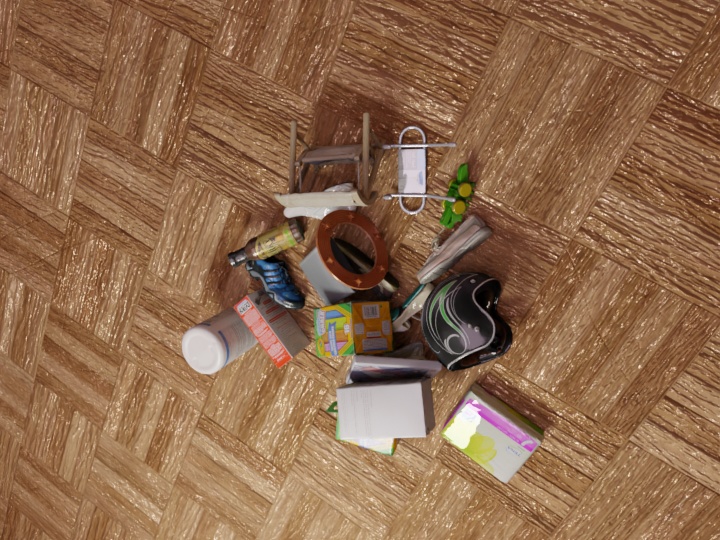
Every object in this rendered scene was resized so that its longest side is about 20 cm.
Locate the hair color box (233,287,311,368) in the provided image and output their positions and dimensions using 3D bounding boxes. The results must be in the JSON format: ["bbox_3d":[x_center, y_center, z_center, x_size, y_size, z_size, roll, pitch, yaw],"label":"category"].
[{"bbox_3d":[-0.232,0.147,1.400,0.064,0.111,0.200,-37,87,25],"label":"hair color box"}]

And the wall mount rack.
[{"bbox_3d":[0.135,-0.221,1.176,0.173,0.075,0.201,4,105,21],"label":"wall mount rack"}]

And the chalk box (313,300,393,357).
[{"bbox_3d":[-0.033,0.145,1.277,0.199,0.124,0.125,-15,77,51],"label":"chalk box"}]

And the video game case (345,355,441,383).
[{"bbox_3d":[0.073,0.242,1.241,0.198,0.182,0.023,5,64,-6],"label":"video game case"}]

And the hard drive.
[{"bbox_3d":[-0.077,0.009,1.283,0.140,0.033,0.200,57,154,1],"label":"hard drive"}]

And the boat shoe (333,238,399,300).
[{"bbox_3d":[0.001,0.000,1.289,0.200,0.072,0.066,37,109,5],"label":"boat shoe"}]

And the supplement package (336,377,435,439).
[{"bbox_3d":[0.060,0.312,1.196,0.199,0.117,0.118,-7,82,17],"label":"supplement package"}]

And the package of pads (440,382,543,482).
[{"bbox_3d":[0.311,0.392,1.263,0.199,0.068,0.155,34,113,11],"label":"package of pads"}]

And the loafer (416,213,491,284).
[{"bbox_3d":[0.204,-0.049,1.203,0.200,0.072,0.063,-39,70,19],"label":"loafer"}]

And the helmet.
[{"bbox_3d":[0.230,0.103,1.158,0.199,0.200,0.192,-32,62,26],"label":"helmet"}]

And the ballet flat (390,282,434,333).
[{"bbox_3d":[0.113,0.109,1.278,0.070,0.069,0.200,49,115,4],"label":"ballet flat"}]

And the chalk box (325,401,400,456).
[{"bbox_3d":[0.012,0.365,1.348,0.199,0.124,0.125,13,108,18],"label":"chalk box"}]

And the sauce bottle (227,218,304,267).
[{"bbox_3d":[-0.241,-0.064,1.342,0.199,0.065,0.065,-26,93,5],"label":"sauce bottle"}]

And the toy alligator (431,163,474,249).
[{"bbox_3d":[0.213,-0.136,1.174,0.054,0.059,0.201,12,104,-26],"label":"toy alligator"}]

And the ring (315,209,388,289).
[{"bbox_3d":[-0.013,-0.053,1.215,0.019,0.200,0.201,-34,89,47],"label":"ring"}]

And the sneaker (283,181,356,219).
[{"bbox_3d":[-0.100,-0.154,1.293,0.199,0.070,0.081,-15,100,24],"label":"sneaker"}]

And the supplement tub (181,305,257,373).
[{"bbox_3d":[-0.368,0.181,1.415,0.131,0.200,0.133,6,105,21],"label":"supplement tub"}]

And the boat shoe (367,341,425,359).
[{"bbox_3d":[0.070,0.231,1.326,0.201,0.074,0.065,-21,56,28],"label":"boat shoe"}]

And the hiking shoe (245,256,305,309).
[{"bbox_3d":[-0.216,0.020,1.381,0.200,0.074,0.087,41,115,8],"label":"hiking shoe"}]

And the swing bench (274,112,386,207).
[{"bbox_3d":[-0.063,-0.227,1.182,0.198,0.130,0.201,2,74,23],"label":"swing bench"}]
